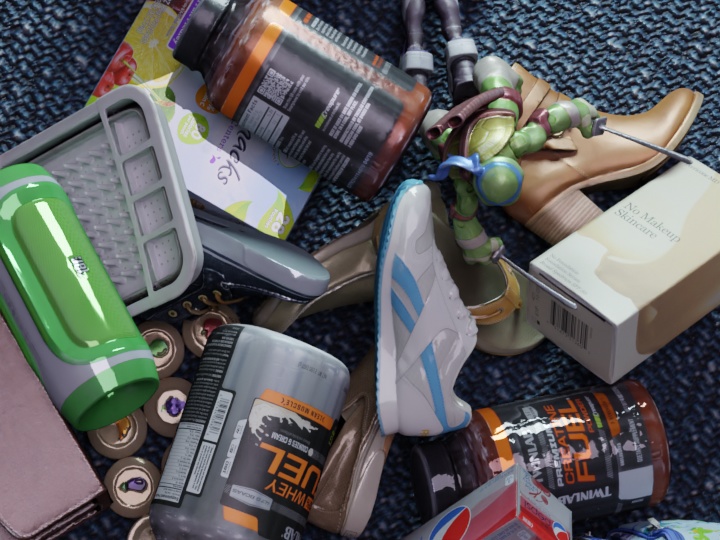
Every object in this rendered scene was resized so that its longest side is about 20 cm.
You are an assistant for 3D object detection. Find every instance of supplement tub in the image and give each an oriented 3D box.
[{"bbox_3d":[-0.049,-0.149,1.476,0.199,0.107,0.108,32,75,-4],"label":"supplement tub"},{"bbox_3d":[-0.091,0.154,1.451,0.121,0.123,0.202,19,77,-5],"label":"supplement tub"},{"bbox_3d":[0.144,0.158,1.506,0.198,0.107,0.108,-11,81,-12],"label":"supplement tub"}]

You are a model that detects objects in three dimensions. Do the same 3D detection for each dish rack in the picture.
[{"bbox_3d":[-0.208,-0.038,1.477,0.199,0.043,0.173,-23,78,32],"label":"dish rack"}]

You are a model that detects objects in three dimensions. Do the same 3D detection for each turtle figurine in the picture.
[{"bbox_3d":[0.129,-0.077,1.486,0.198,0.194,0.145,6,117,-15],"label":"turtle figurine"}]

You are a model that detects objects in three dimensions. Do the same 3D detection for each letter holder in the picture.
[{"bbox_3d":[-0.305,0.128,1.443,0.141,0.101,0.201,-30,81,-11],"label":"letter holder"}]

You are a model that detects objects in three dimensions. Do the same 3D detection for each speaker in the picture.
[{"bbox_3d":[-0.231,0.019,1.416,0.088,0.089,0.201,-27,71,-13],"label":"speaker"}]

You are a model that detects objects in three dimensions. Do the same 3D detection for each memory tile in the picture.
[{"bbox_3d":[-0.145,0.136,1.517,0.152,0.017,0.202,-18,83,-12],"label":"memory tile"}]

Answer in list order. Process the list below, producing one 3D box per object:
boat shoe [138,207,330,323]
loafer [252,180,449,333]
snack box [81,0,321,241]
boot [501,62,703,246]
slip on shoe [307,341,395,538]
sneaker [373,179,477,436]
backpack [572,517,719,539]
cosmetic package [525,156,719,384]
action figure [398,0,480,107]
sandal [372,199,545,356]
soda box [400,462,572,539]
[{"bbox_3d":[-0.117,0.008,1.487,0.199,0.071,0.092,22,103,27],"label":"boat shoe"},{"bbox_3d":[0.000,0.000,1.537,0.199,0.076,0.069,-35,90,-17],"label":"loafer"},{"bbox_3d":[-0.115,-0.134,1.550,0.199,0.068,0.170,29,75,-5],"label":"snack box"},{"bbox_3d":[0.189,-0.126,1.599,0.155,0.074,0.200,43,73,5],"label":"boot"},{"bbox_3d":[-0.001,0.115,1.518,0.060,0.076,0.202,19,84,-9],"label":"slip on shoe"},{"bbox_3d":[0.051,0.029,1.453,0.080,0.077,0.202,0,98,-1],"label":"sneaker"},{"bbox_3d":[0.239,0.286,1.451,0.145,0.200,0.185,4,80,-12],"label":"backpack"},{"bbox_3d":[0.241,-0.003,1.538,0.199,0.072,0.105,-34,53,-29],"label":"cosmetic package"},{"bbox_3d":[0.057,-0.239,1.604,0.129,0.069,0.202,-2,75,-3],"label":"action figure"},{"bbox_3d":[0.093,0.008,1.530,0.200,0.054,0.081,37,67,-31],"label":"sandal"},{"bbox_3d":[0.070,0.237,1.441,0.070,0.200,0.064,40,29,-22],"label":"soda box"}]
